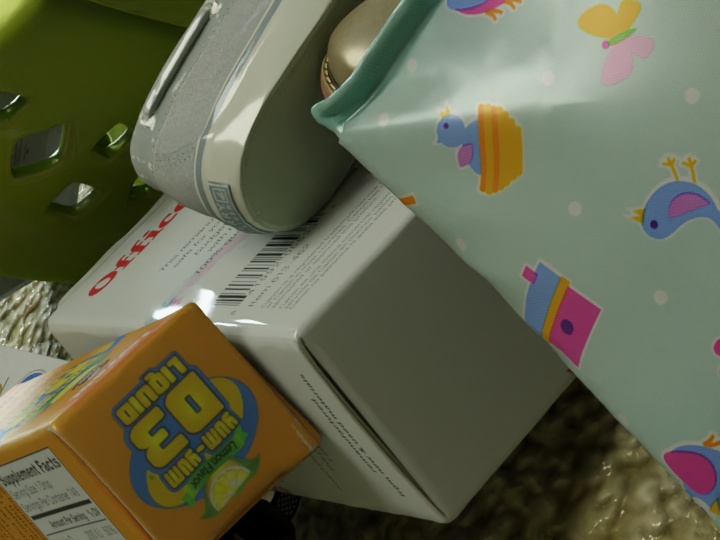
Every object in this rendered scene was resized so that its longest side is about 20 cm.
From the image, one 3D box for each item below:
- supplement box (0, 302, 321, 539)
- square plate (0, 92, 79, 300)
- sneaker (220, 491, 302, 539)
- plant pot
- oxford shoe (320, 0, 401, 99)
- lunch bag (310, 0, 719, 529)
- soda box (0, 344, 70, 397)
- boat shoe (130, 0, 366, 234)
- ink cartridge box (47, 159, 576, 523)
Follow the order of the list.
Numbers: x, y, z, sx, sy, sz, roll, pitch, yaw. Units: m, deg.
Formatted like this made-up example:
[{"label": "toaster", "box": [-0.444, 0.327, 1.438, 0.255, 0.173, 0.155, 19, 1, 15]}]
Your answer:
[{"label": "supplement box", "box": [-0.089, 0.067, 0.771, 0.067, 0.069, 0.200, -43, 10, -25]}, {"label": "square plate", "box": [-0.174, -0.061, 1.100, 0.198, 0.028, 0.201, -40, -35, -63]}, {"label": "sneaker", "box": [-0.069, 0.127, 0.844, 0.140, 0.078, 0.200, -57, 30, -8]}, {"label": "plant pot", "box": [-0.122, -0.129, 0.903, 0.181, 0.199, 0.201, -38, 64, 29]}, {"label": "oxford shoe", "box": [0.072, -0.110, 0.696, 0.199, 0.074, 0.071, -29, 48, -6]}, {"label": "lunch bag", "box": [0.116, -0.062, 0.583, 0.200, 0.170, 0.122, -51, -18, 19]}, {"label": "soda box", "box": [-0.139, 0.078, 1.017, 0.200, 0.064, 0.068, 6, 67, 62]}, {"label": "boat shoe", "box": [-0.011, -0.104, 0.758, 0.071, 0.070, 0.201, 16, 66, 35]}, {"label": "ink cartridge box", "box": [0.000, 0.000, 0.792, 0.146, 0.083, 0.200, -47, 21, -21]}]
